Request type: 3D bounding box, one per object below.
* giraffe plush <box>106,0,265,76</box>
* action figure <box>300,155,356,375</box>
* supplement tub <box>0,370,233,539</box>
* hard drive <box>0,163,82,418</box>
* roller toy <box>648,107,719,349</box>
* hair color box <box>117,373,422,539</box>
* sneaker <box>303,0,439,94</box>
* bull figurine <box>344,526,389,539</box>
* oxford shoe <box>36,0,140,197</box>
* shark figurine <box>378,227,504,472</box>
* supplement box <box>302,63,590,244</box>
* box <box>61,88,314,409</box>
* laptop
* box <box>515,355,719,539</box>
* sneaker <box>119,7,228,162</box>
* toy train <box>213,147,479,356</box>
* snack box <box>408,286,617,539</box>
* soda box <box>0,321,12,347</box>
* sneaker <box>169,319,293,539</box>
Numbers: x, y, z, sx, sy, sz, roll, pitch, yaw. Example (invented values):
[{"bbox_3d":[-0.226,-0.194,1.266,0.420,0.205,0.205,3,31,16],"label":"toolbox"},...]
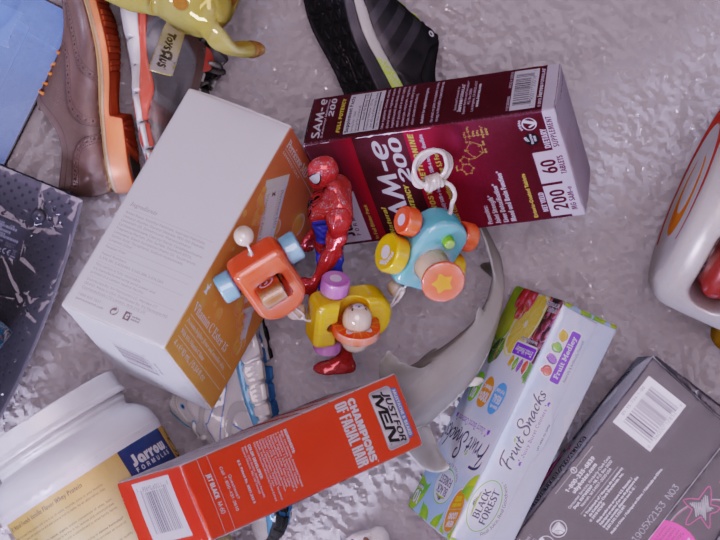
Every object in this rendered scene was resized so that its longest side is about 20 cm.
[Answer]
[{"bbox_3d":[-0.126,-0.272,1.671,0.172,0.162,0.200,7,44,-20],"label":"giraffe plush"},{"bbox_3d":[-0.026,-0.008,1.692,0.051,0.066,0.200,2,131,0],"label":"action figure"},{"bbox_3d":[-0.193,0.194,1.705,0.144,0.144,0.200,-32,89,0],"label":"supplement tub"},{"bbox_3d":[-0.308,0.010,1.751,0.135,0.042,0.201,22,99,1],"label":"hard drive"},{"bbox_3d":[0.316,-0.034,1.688,0.139,0.182,0.201,24,88,0],"label":"roller toy"},{"bbox_3d":[-0.067,0.145,1.639,0.200,0.111,0.064,-22,90,-33],"label":"hair color box"},{"bbox_3d":[0.018,-0.187,1.766,0.083,0.072,0.201,-18,86,-29],"label":"sneaker"},{"bbox_3d":[0.051,0.291,1.741,0.200,0.065,0.122,27,93,3],"label":"bull figurine"},{"bbox_3d":[-0.228,-0.158,1.755,0.073,0.071,0.201,-9,89,5],"label":"oxford shoe"},{"bbox_3d":[0.053,0.064,1.709,0.215,0.128,0.089,-49,132,4],"label":"shark figurine"},{"bbox_3d":[0.068,-0.088,1.687,0.199,0.061,0.109,-7,131,18],"label":"supplement box"},{"bbox_3d":[-0.123,-0.016,1.686,0.097,0.124,0.200,21,73,23],"label":"box"},{"bbox_3d":[-0.362,-0.172,1.736,0.116,0.200,0.188,25,88,35],"label":"laptop"},{"bbox_3d":[0.211,0.181,1.718,0.132,0.115,0.200,38,88,3],"label":"box"},{"bbox_3d":[-0.143,-0.150,1.752,0.082,0.077,0.201,-8,89,-6],"label":"sneaker"},{"bbox_3d":[0.000,0.000,1.628,0.200,0.150,0.056,-28,44,-3],"label":"toy train"},{"bbox_3d":[0.116,0.116,1.703,0.053,0.142,0.201,26,89,-11],"label":"snack box"},{"bbox_3d":[-0.363,0.102,1.717,0.068,0.064,0.200,42,109,-5],"label":"soda box"},{"bbox_3d":[-0.106,0.123,1.750,0.086,0.075,0.201,-12,80,6],"label":"sneaker"}]
